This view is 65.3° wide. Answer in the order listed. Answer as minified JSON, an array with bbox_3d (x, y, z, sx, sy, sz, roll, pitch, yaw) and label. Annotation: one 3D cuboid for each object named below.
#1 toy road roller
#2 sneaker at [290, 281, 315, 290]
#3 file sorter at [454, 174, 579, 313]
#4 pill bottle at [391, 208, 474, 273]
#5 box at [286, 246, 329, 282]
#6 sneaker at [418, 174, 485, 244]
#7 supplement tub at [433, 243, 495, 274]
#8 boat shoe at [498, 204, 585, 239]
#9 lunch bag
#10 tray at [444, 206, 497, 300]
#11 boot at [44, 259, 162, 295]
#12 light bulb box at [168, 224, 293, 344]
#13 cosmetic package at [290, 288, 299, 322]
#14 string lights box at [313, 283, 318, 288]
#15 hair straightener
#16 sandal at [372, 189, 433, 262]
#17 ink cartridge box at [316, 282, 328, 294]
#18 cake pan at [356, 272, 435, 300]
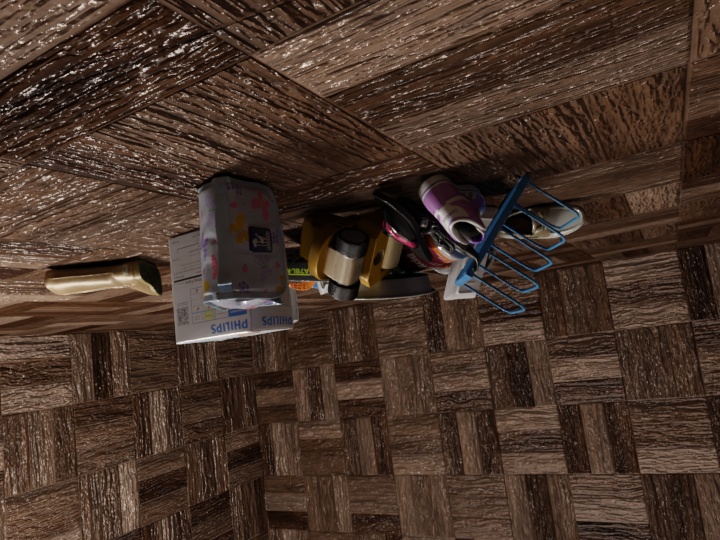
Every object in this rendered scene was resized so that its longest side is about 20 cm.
[{"bbox_3d":[-0.021,-0.051,1.029,0.145,0.124,0.199,31,-144,26],"label":"toy road roller"},{"bbox_3d":[-0.201,-0.004,1.357,0.197,0.077,0.092,11,-157,-3],"label":"sneaker"},{"bbox_3d":[0.276,-0.038,1.000,0.122,0.202,0.139,32,175,6],"label":"file sorter"},{"bbox_3d":[0.122,-0.059,1.125,0.113,0.116,0.199,-2,170,-36],"label":"pill bottle"},{"bbox_3d":[-0.088,-0.017,1.200,0.190,0.048,0.200,3,-167,21],"label":"box"},{"bbox_3d":[0.176,-0.085,0.939,0.073,0.115,0.199,-45,155,26],"label":"sneaker"},{"bbox_3d":[0.219,-0.050,1.265,0.121,0.125,0.199,-12,171,30],"label":"supplement tub"},{"bbox_3d":[0.389,-0.102,1.232,0.197,0.076,0.068,-10,178,25],"label":"boat shoe"},{"bbox_3d":[-0.175,-0.031,0.828,0.125,0.173,0.200,-6,172,-2],"label":"lunch bag"},{"bbox_3d":[0.236,-0.033,1.171,0.106,0.203,0.022,-2,-160,-41],"label":"tray"},{"bbox_3d":[-0.566,0.023,1.261,0.197,0.067,0.176,-8,160,-2],"label":"boot"},{"bbox_3d":[-0.244,0.024,1.052,0.196,0.203,0.124,-11,171,30],"label":"light bulb box"},{"bbox_3d":[-0.276,0.067,1.466,0.197,0.168,0.165,-5,173,-17],"label":"cosmetic package"},{"bbox_3d":[-0.063,0.017,1.472,0.197,0.060,0.103,8,-173,-15],"label":"string lights box"},{"bbox_3d":[0.122,-0.062,0.943,0.076,0.200,0.041,7,123,-53],"label":"hair straightener"},{"bbox_3d":[0.070,-0.062,0.956,0.045,0.075,0.200,-46,139,-6],"label":"sandal"},{"bbox_3d":[0.000,0.000,1.298,0.197,0.044,0.174,-16,172,-10],"label":"ink cartridge box"},{"bbox_3d":[0.054,0.030,1.150,0.197,0.037,0.200,-4,-177,0],"label":"cake pan"}]
